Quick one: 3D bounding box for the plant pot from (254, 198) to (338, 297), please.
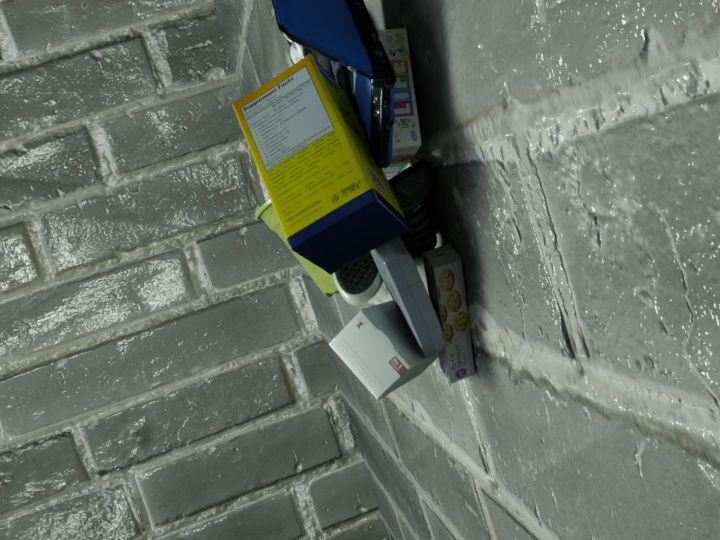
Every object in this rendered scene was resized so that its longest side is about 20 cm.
[{"bbox_3d":[-0.047,-0.064,1.418,0.185,0.200,0.200,60,171,1],"label":"plant pot"}]

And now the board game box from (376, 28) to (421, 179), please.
[{"bbox_3d":[0.031,-0.188,1.017,0.200,0.034,0.135,131,132,-80],"label":"board game box"}]

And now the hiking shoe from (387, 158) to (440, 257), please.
[{"bbox_3d":[0.070,-0.071,1.045,0.101,0.076,0.200,58,176,2],"label":"hiking shoe"}]

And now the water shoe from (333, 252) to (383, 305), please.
[{"bbox_3d":[0.000,0.000,1.190,0.200,0.071,0.079,-100,-4,-57],"label":"water shoe"}]

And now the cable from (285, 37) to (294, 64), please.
[{"bbox_3d":[-0.092,-0.381,1.401,0.200,0.051,0.164,91,158,-64],"label":"cable"}]

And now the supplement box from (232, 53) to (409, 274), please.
[{"bbox_3d":[-0.044,-0.117,0.940,0.201,0.108,0.109,67,-166,22],"label":"supplement box"}]

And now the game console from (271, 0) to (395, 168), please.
[{"bbox_3d":[-0.037,-0.228,0.922,0.201,0.118,0.171,-104,11,-49],"label":"game console"}]

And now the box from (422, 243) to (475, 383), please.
[{"bbox_3d":[0.116,0.059,1.085,0.039,0.041,0.201,-121,16,-52],"label":"box"}]

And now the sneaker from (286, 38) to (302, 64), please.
[{"bbox_3d":[-0.048,-0.306,1.216,0.201,0.078,0.140,62,165,-22],"label":"sneaker"}]

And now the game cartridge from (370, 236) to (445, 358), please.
[{"bbox_3d":[0.052,0.016,1.038,0.200,0.041,0.133,65,-178,-47],"label":"game cartridge"}]

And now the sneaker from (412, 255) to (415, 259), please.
[{"bbox_3d":[0.044,-0.022,1.255,0.200,0.070,0.078,91,166,-61],"label":"sneaker"}]

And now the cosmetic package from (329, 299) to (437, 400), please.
[{"bbox_3d":[0.045,0.100,1.144,0.102,0.074,0.200,48,-161,13],"label":"cosmetic package"}]

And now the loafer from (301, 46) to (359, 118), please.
[{"bbox_3d":[-0.037,-0.212,1.070,0.072,0.063,0.201,13,-110,-64],"label":"loafer"}]
